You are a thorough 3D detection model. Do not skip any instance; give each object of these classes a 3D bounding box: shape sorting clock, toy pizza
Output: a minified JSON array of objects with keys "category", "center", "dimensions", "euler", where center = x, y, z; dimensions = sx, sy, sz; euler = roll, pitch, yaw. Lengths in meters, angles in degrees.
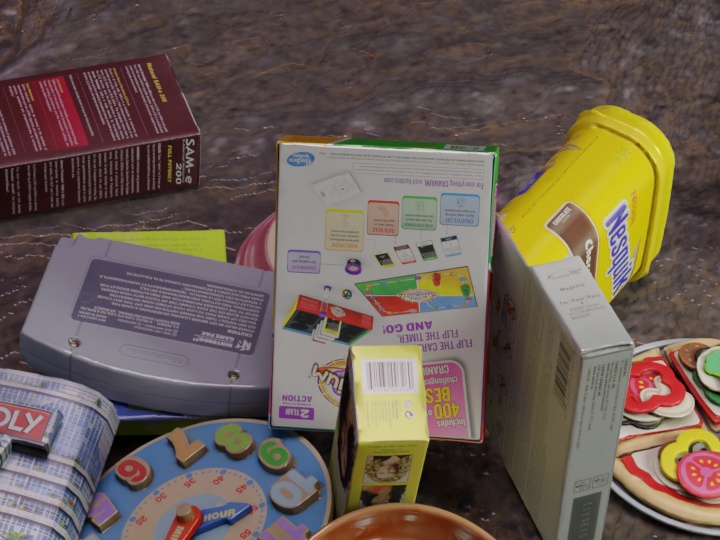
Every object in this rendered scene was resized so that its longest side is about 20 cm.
[{"category":"shape sorting clock","center":[-0.114,0.173,1.632],"dimensions":[0.198,0.039,0.201],"euler":[-11,43,10]},{"category":"toy pizza","center":[0.261,0.114,1.778],"dimensions":[0.198,0.032,0.201],"euler":[3,42,-2]}]

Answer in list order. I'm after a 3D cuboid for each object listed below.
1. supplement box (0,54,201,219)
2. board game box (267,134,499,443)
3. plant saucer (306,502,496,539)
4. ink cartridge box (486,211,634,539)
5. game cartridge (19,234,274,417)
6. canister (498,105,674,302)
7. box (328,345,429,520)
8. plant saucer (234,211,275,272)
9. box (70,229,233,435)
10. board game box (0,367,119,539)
[{"category":"supplement box","center":[-0.238,-0.107,1.953],"dimensions":[0.198,0.061,0.109],"euler":[-10,45,-15]},{"category":"board game box","center":[0.015,0.012,1.654],"dimensions":[0.152,0.202,0.040],"euler":[4,9,6]},{"category":"plant saucer","center":[0.028,0.251,1.547],"dimensions":[0.199,0.032,0.202],"euler":[6,71,-17]},{"category":"ink cartridge box","center":[0.127,0.068,1.690],"dimensions":[0.043,0.201,0.174],"euler":[-11,45,-16]},{"category":"game cartridge","center":[-0.139,0.043,1.746],"dimensions":[0.198,0.041,0.134],"euler":[11,39,4]},{"category":"canister","center":[0.149,-0.011,1.822],"dimensions":[0.086,0.149,0.200],"euler":[26,48,22]},{"category":"box","center":[0.009,0.129,1.605],"dimensions":[0.050,0.201,0.076],"euler":[-1,57,-6]},{"category":"plant saucer","center":[0.000,0.000,1.866],"dimensions":[0.199,0.051,0.201],"euler":[3,42,-3]},{"category":"box","center":[-0.156,0.052,1.795],"dimensions":[0.121,0.048,0.201],"euler":[-1,44,-5]},{"category":"board game box","center":[-0.278,0.112,1.667],"dimensions":[0.198,0.062,0.201],"euler":[8,55,11]}]
